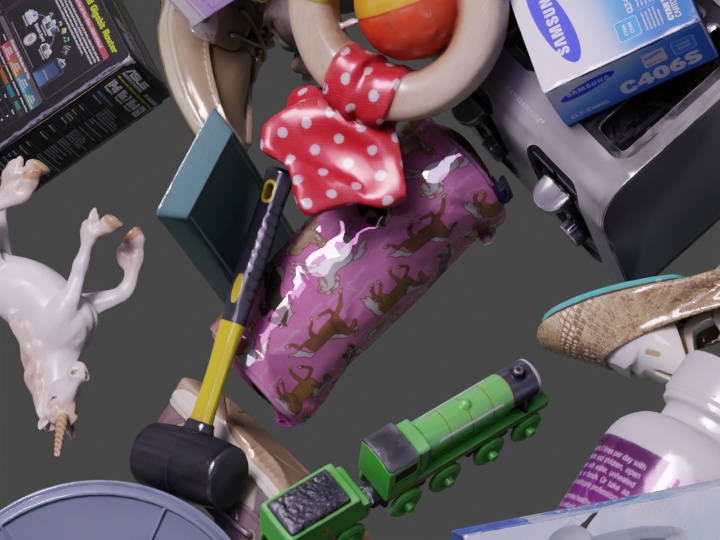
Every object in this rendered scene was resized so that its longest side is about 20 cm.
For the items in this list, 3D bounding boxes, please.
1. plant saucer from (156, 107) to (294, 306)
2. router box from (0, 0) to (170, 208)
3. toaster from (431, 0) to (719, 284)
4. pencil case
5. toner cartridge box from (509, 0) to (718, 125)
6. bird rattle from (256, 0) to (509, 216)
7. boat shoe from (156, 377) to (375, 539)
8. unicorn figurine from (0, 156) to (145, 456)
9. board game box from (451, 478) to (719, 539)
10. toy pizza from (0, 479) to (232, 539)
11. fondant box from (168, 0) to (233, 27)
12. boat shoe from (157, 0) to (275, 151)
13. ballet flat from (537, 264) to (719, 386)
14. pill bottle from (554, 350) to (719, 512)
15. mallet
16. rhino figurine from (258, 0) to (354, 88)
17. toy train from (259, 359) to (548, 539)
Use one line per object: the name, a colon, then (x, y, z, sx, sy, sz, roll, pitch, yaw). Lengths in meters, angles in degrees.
plant saucer: (-0.073, -0.026, 1.304, 0.019, 0.200, 0.070, 23, 77, 16)
router box: (-0.237, -0.159, 1.517, 0.149, 0.062, 0.201, -33, 58, 8)
toaster: (0.164, -0.116, 1.285, 0.200, 0.119, 0.181, -41, 58, 1)
pencil case: (0.000, 0.000, 1.324, 0.200, 0.083, 0.087, -44, 74, -1)
toner cartridge box: (0.122, -0.189, 1.241, 0.095, 0.043, 0.201, -25, 59, 13)
bird rattle: (0.005, -0.137, 1.235, 0.162, 0.112, 0.201, -16, 85, 27)
boat shoe: (-0.056, 0.145, 1.295, 0.200, 0.072, 0.065, 44, 101, 29)
unicorn figurine: (-0.205, 0.015, 1.417, 0.200, 0.074, 0.138, 34, 93, 29)
board game box: (0.159, 0.210, 1.088, 0.198, 0.043, 0.201, -9, 89, -8)
toy pizza: (-0.151, 0.217, 1.264, 0.199, 0.032, 0.202, -1, 97, -7)
fondant box: (-0.063, -0.261, 1.405, 0.144, 0.058, 0.201, -30, 31, 23)
boat shoe: (-0.091, -0.159, 1.449, 0.065, 0.072, 0.201, -21, 54, 15)
ballet flat: (0.196, 0.030, 1.233, 0.199, 0.070, 0.066, -18, 65, 18)
pill bottle: (0.157, 0.147, 1.169, 0.112, 0.112, 0.201, 28, 81, 31)
mallet: (-0.068, 0.040, 1.266, 0.066, 0.041, 0.201, 23, 89, 34)
rhino figurine: (0.011, -0.215, 1.408, 0.200, 0.087, 0.060, -48, 58, -2)
toy train: (0.026, 0.106, 1.236, 0.199, 0.057, 0.042, -30, 60, -25)
